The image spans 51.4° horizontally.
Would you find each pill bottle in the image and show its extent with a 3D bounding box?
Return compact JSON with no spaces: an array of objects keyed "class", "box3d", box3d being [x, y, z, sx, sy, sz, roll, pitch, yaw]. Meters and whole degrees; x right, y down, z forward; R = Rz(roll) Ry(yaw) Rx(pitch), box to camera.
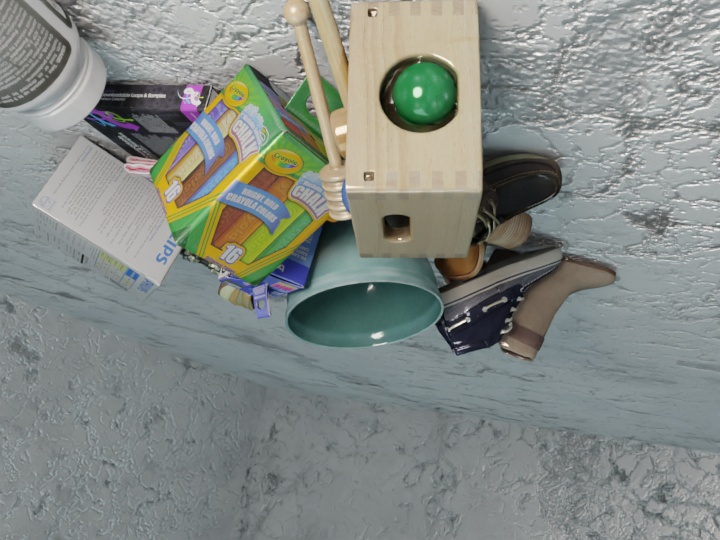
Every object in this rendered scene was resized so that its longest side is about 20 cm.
[{"class":"pill bottle","box3d":[-0.330,-0.217,0.674,0.112,0.115,0.200,7,162,22]}]

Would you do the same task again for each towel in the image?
[{"class":"towel","box3d":[-0.217,-0.111,1.026,0.144,0.030,0.200,12,177,9]}]

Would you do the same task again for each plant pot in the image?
[{"class":"plant pot","box3d":[0.000,0.000,0.954,0.197,0.136,0.201,-4,153,-2]}]

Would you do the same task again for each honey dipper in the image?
[{"class":"honey dipper","box3d":[-0.032,-0.140,0.666,0.038,0.038,0.202,5,126,27]}]

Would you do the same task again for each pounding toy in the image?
[{"class":"pounding toy","box3d":[0.023,-0.128,0.606,0.140,0.187,0.200,0,163,4]}]

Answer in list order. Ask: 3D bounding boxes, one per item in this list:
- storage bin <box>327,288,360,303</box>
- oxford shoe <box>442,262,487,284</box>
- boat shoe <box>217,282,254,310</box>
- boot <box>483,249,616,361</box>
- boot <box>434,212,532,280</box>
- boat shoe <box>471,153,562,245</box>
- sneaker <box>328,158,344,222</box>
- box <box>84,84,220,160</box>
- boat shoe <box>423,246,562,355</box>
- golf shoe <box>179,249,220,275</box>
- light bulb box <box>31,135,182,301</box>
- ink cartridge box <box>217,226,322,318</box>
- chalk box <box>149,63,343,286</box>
[{"class":"storage bin","box3d":[-0.034,-0.015,1.099,0.198,0.148,0.134,20,173,-21]},{"class":"oxford shoe","box3d":[0.188,0.034,1.184,0.199,0.071,0.074,27,165,-36]},{"class":"boat shoe","box3d":[-0.152,0.003,1.101,0.076,0.072,0.200,37,152,-1]},{"class":"boot","box3d":[0.249,0.054,1.054,0.197,0.148,0.070,9,164,16]},{"class":"boot","box3d":[0.101,-0.059,0.944,0.153,0.075,0.200,20,154,-17]},{"class":"boat shoe","box3d":[0.123,-0.061,0.806,0.198,0.074,0.075,-19,133,22]},{"class":"sneaker","box3d":[0.036,-0.102,0.803,0.198,0.078,0.078,-11,152,27]},{"class":"box","box3d":[-0.227,-0.171,0.890,0.197,0.037,0.143,6,163,22]},{"class":"boat shoe","box3d":[0.190,0.042,1.008,0.198,0.094,0.075,-22,-175,-1]},{"class":"golf shoe","box3d":[-0.219,-0.043,1.120,0.076,0.089,0.200,25,171,-16]},{"class":"light bulb box","box3d":[-0.365,-0.067,1.112,0.199,0.126,0.198,34,160,-15]},{"class":"ink cartridge box","box3d":[-0.103,-0.046,0.900,0.076,0.202,0.136,24,163,-21]},{"class":"chalk box","box3d":[-0.094,-0.108,0.757,0.200,0.125,0.124,-42,139,15]}]
